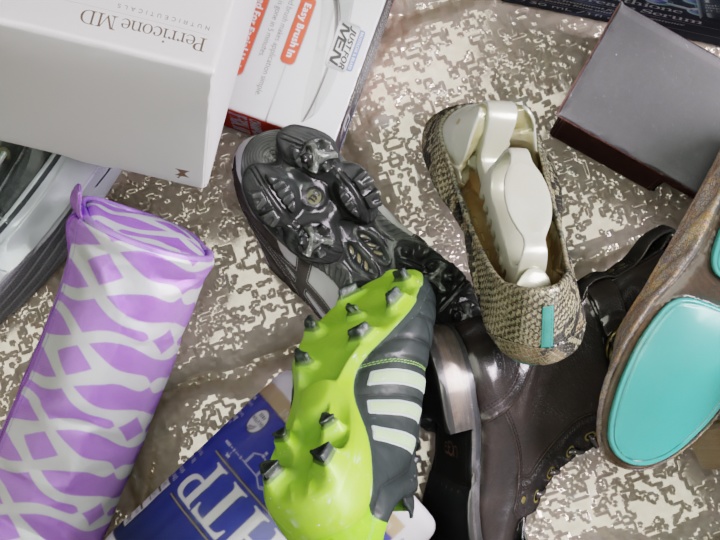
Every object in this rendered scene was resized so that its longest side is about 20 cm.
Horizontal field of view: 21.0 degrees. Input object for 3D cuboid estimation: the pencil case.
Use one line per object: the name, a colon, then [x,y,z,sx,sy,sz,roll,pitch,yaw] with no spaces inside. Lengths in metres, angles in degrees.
pencil case: [-0.148,0.060,1.033,0.085,0.084,0.201,21,98,-13]

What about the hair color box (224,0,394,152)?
hair color box: [-0.089,-0.146,1.084,0.199,0.064,0.111,20,83,3]

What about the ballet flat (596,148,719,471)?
ballet flat: [0.178,0.010,1.002,0.068,0.067,0.200,29,95,-13]

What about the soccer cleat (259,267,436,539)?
soccer cleat: [0.001,0.073,0.949,0.067,0.200,0.081,-16,118,25]

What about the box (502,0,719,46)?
box: [0.161,-0.200,1.022,0.148,0.200,0.107,12,84,1]

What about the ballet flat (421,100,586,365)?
ballet flat: [0.077,-0.042,1.018,0.068,0.075,0.200,-7,46,-7]

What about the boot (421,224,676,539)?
boot: [0.120,0.089,1.054,0.174,0.069,0.201,-15,109,-19]

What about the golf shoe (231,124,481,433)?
golf shoe: [0.000,0.000,1.068,0.078,0.094,0.200,-38,111,-12]

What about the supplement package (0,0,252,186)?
supplement package: [-0.108,-0.165,0.965,0.121,0.120,0.201,13,65,-1]

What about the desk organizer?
desk organizer: [0.207,-0.061,1.069,0.200,0.077,0.072,30,86,2]

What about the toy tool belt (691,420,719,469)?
toy tool belt: [0.266,0.122,1.004,0.200,0.123,0.125,44,46,13]

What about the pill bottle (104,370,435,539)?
pill bottle: [-0.069,0.161,1.024,0.200,0.120,0.120,-44,86,-4]

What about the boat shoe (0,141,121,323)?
boat shoe: [-0.184,-0.045,1.057,0.071,0.072,0.200,41,102,8]
